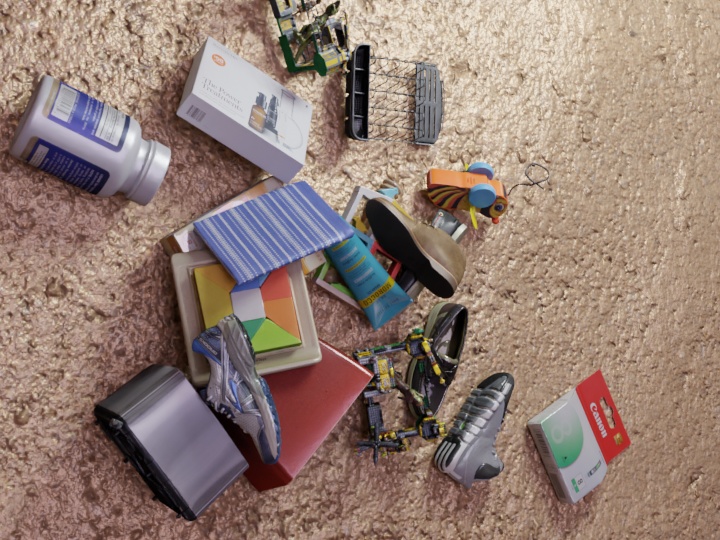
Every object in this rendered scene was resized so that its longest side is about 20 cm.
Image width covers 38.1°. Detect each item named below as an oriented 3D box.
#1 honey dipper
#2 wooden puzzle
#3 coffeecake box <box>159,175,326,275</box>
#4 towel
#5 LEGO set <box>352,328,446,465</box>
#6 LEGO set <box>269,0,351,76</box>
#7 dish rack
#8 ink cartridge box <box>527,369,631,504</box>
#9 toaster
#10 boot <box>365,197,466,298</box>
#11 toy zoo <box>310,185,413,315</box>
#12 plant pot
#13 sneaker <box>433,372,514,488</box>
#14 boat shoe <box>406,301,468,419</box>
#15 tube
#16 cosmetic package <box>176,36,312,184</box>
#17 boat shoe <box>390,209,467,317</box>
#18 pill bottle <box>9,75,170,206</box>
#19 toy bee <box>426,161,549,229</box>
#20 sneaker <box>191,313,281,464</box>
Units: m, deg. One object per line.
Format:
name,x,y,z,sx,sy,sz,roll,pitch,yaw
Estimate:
honey dipper,0.001,-0.059,1.687,0.038,0.038,0.202,39,71,-19
wooden puzzle,-0.159,0.050,1.449,0.181,0.037,0.204,-10,69,-12
coffeecake box,-0.175,-0.029,1.565,0.199,0.073,0.155,-33,100,-26
towel,-0.124,-0.056,1.492,0.198,0.145,0.024,-24,139,-27
LEGO set,0.061,0.195,1.620,0.150,0.116,0.205,-2,93,-6
LEGO set,-0.059,-0.400,1.622,0.115,0.153,0.203,-26,101,-28
dish rack,0.062,-0.283,1.723,0.197,0.054,0.157,2,91,-29
ink cartridge box,0.406,0.295,1.869,0.198,0.050,0.163,-29,99,-25
toaster,-0.262,0.232,1.424,0.118,0.199,0.182,-40,103,-20
boot,0.089,-0.050,1.656,0.200,0.073,0.076,45,56,-11
toy zoo,0.015,-0.042,1.667,0.130,0.020,0.203,32,78,-29
plant pot,-0.128,0.180,1.516,0.176,0.200,0.200,42,67,-3
sneaker,0.215,0.278,1.759,0.115,0.075,0.201,44,77,-23
boat shoe,0.129,0.147,1.720,0.072,0.064,0.204,18,78,-28
tube,0.000,0.000,1.625,0.077,0.051,0.201,-34,116,6
cosmetic package,-0.168,-0.241,1.562,0.198,0.052,0.152,31,37,-23
boat shoe,0.097,-0.011,1.721,0.063,0.074,0.202,35,75,9
pill bottle,-0.370,-0.172,1.445,0.198,0.119,0.122,26,74,-24
toy bee,0.207,-0.118,1.764,0.196,0.110,0.132,16,52,14
sneaker,-0.164,0.165,1.376,0.084,0.077,0.203,-21,90,-1
